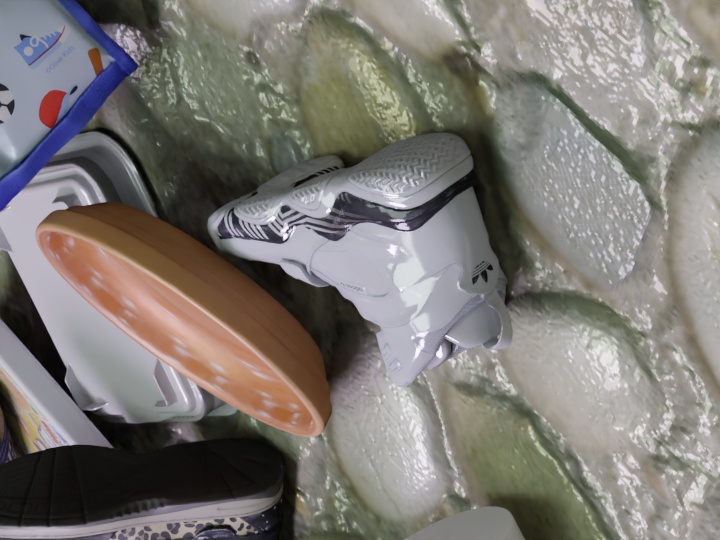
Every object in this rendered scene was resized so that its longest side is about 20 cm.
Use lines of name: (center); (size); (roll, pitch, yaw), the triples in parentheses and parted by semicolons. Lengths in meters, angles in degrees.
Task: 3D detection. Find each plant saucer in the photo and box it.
plant saucer: (-0.095, 0.023, 1.282); (0.200, 0.037, 0.200); (33, 166, 9)

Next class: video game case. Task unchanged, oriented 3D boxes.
video game case: (-0.219, 0.113, 1.563); (0.200, 0.023, 0.182); (46, 160, 16)

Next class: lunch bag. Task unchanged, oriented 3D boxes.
lunch bag: (-0.247, -0.122, 1.284); (0.200, 0.170, 0.124); (43, 177, 19)

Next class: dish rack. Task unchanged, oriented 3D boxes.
dish rack: (-0.168, 0.015, 1.434); (0.171, 0.044, 0.200); (-7, 113, 54)

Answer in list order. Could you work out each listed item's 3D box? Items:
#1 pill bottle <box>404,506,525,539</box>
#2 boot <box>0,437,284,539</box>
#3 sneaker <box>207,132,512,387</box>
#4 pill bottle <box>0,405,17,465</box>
pill bottle: (0.086, 0.236, 1.225); (0.113, 0.113, 0.200); (-9, 111, 55)
boot: (-0.141, 0.186, 1.438); (0.074, 0.203, 0.154); (-92, -5, -50)
sneaker: (0.000, 0.000, 1.169); (0.200, 0.075, 0.115); (-10, 107, 52)
pill bottle: (-0.299, 0.143, 1.599); (0.111, 0.111, 0.200); (43, 159, 21)
